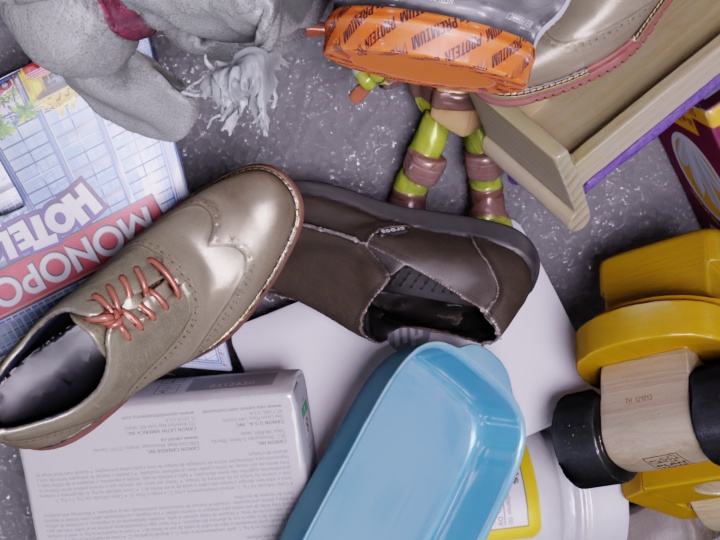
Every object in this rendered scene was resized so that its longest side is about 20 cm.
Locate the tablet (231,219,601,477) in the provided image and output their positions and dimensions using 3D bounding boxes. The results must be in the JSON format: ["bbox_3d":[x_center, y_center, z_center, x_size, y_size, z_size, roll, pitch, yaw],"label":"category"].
[{"bbox_3d":[0.036,0.057,0.793,0.200,0.014,0.130,-22,78,-18],"label":"tablet"}]

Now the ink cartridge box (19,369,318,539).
[{"bbox_3d":[-0.099,0.161,0.748,0.161,0.050,0.200,-5,105,8],"label":"ink cartridge box"}]

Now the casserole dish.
[{"bbox_3d":[0.018,0.130,0.723,0.121,0.039,0.200,41,69,-35],"label":"casserole dish"}]

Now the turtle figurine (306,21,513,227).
[{"bbox_3d":[0.048,-0.098,0.765,0.200,0.064,0.162,-10,123,-26],"label":"turtle figurine"}]

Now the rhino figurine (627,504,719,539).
[{"bbox_3d":[0.214,0.190,0.917,0.200,0.060,0.088,-22,116,-7],"label":"rhino figurine"}]

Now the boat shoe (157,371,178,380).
[{"bbox_3d":[-0.165,0.140,0.816,0.062,0.073,0.200,35,111,21],"label":"boat shoe"}]

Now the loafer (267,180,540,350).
[{"bbox_3d":[0.000,0.000,0.752,0.200,0.071,0.073,5,136,11],"label":"loafer"}]

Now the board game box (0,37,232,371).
[{"bbox_3d":[-0.164,-0.012,0.734,0.200,0.062,0.200,-28,105,-3],"label":"board game box"}]

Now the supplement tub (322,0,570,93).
[{"bbox_3d":[0.047,-0.188,0.598,0.122,0.123,0.200,9,91,-17],"label":"supplement tub"}]

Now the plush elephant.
[{"bbox_3d":[-0.101,-0.146,0.620,0.155,0.200,0.165,1,151,17],"label":"plush elephant"}]

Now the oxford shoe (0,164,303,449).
[{"bbox_3d":[-0.109,0.022,0.666,0.200,0.075,0.070,-44,87,0],"label":"oxford shoe"}]

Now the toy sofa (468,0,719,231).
[{"bbox_3d":[0.163,-0.112,0.718,0.200,0.083,0.098,-39,143,-6],"label":"toy sofa"}]

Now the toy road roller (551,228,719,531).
[{"bbox_3d":[0.210,0.065,0.792,0.123,0.146,0.200,-17,148,38],"label":"toy road roller"}]

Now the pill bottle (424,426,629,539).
[{"bbox_3d":[0.059,0.151,0.834,0.200,0.114,0.115,-4,111,-12],"label":"pill bottle"}]

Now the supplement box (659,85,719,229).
[{"bbox_3d":[0.260,-0.050,0.811,0.086,0.110,0.200,-32,114,0],"label":"supplement box"}]

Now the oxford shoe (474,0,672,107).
[{"bbox_3d":[0.129,-0.162,0.655,0.200,0.070,0.075,-40,147,-4],"label":"oxford shoe"}]
